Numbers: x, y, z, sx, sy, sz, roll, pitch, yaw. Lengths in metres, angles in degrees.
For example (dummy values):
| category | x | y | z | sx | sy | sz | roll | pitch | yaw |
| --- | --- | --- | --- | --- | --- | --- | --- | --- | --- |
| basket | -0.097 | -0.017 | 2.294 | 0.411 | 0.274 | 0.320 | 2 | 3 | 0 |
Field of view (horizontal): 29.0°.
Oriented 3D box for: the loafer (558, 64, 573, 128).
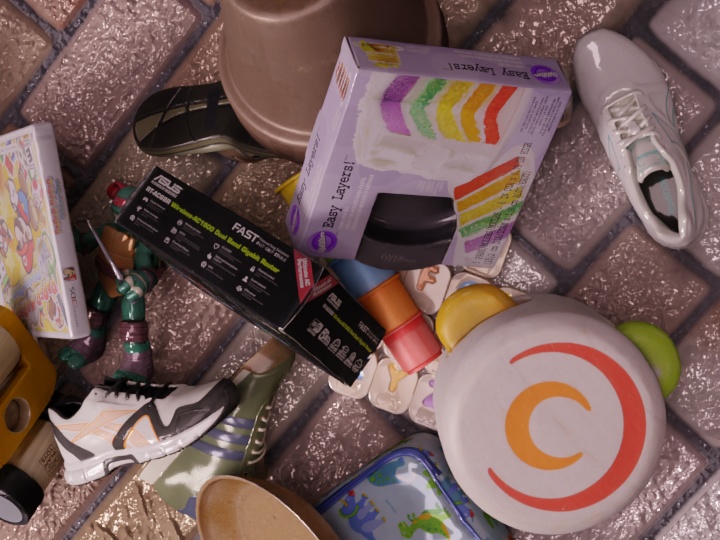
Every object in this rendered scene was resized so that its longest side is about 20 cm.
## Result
| category | x | y | z | sx | sy | sz | roll | pitch | yaw |
| --- | --- | --- | --- | --- | --- | --- | --- | --- | --- |
| loafer | 0.083 | -0.133 | 1.192 | 0.199 | 0.063 | 0.072 | -5 | 61 | 16 |

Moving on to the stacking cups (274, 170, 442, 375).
| category | x | y | z | sx | sy | sz | roll | pitch | yaw |
| --- | --- | --- | --- | --- | --- | --- | --- | --- | --- |
| stacking cups | 0.000 | 0.000 | 1.216 | 0.060 | 0.061 | 0.200 | -30 | 92 | 14 |

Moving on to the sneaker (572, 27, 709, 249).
| category | x | y | z | sx | sy | sz | roll | pitch | yaw |
| --- | --- | --- | --- | --- | --- | --- | --- | --- | --- |
| sneaker | 0.234 | -0.111 | 1.150 | 0.070 | 0.080 | 0.201 | -26 | 89 | 16 |

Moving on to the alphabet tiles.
| category | x | y | z | sx | sy | sz | roll | pitch | yaw |
| --- | --- | --- | --- | --- | --- | --- | --- | --- | --- |
| alphabet tiles | 0.051 | 0.036 | 1.241 | 0.199 | 0.015 | 0.196 | 21 | 100 | 10 |

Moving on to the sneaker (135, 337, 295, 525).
| category | x | y | z | sx | sy | sz | roll | pitch | yaw |
| --- | --- | --- | --- | --- | --- | --- | --- | --- | --- |
| sneaker | -0.110 | 0.151 | 1.268 | 0.090 | 0.067 | 0.200 | 45 | 107 | 1 |

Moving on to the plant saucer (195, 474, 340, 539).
| category | x | y | z | sx | sy | sz | roll | pitch | yaw |
| --- | --- | --- | --- | --- | --- | --- | --- | --- | --- |
| plant saucer | -0.064 | 0.256 | 1.219 | 0.200 | 0.035 | 0.201 | 28 | 135 | 32 |

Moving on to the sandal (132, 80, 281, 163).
| category | x | y | z | sx | sy | sz | roll | pitch | yaw |
| --- | --- | --- | --- | --- | --- | --- | --- | --- | --- |
| sandal | -0.108 | -0.131 | 1.239 | 0.200 | 0.057 | 0.080 | 3 | 70 | 26 |

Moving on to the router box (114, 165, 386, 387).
| category | x | y | z | sx | sy | sz | roll | pitch | yaw |
| --- | --- | --- | --- | --- | --- | --- | --- | --- | --- |
| router box | -0.090 | 0.006 | 1.167 | 0.200 | 0.150 | 0.062 | 31 | 82 | 28 |

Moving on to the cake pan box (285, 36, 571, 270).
| category | x | y | z | sx | sy | sz | roll | pitch | yaw |
| --- | --- | --- | --- | --- | --- | --- | --- | --- | --- |
| cake pan box | 0.050 | -0.087 | 1.117 | 0.183 | 0.052 | 0.200 | 6 | 131 | -20 |

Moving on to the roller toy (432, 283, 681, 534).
| category | x | y | z | sx | sy | sz | roll | pitch | yaw |
| --- | --- | --- | --- | --- | --- | --- | --- | --- | --- |
| roller toy | 0.150 | 0.114 | 1.159 | 0.199 | 0.140 | 0.183 | 11 | 98 | -3 |

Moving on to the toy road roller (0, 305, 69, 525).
| category | x | y | z | sx | sy | sz | roll | pitch | yaw |
| --- | --- | --- | --- | --- | --- | --- | --- | --- | --- |
| toy road roller | -0.357 | 0.132 | 1.268 | 0.145 | 0.123 | 0.200 | 2 | 134 | 30 |

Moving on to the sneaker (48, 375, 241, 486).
| category | x | y | z | sx | sy | sz | roll | pitch | yaw |
| --- | --- | --- | --- | --- | --- | --- | --- | --- | --- |
| sneaker | -0.195 | 0.126 | 1.215 | 0.199 | 0.074 | 0.080 | -21 | 95 | 25 |

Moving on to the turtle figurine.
| category | x | y | z | sx | sy | sz | roll | pitch | yaw |
| --- | --- | --- | --- | --- | --- | --- | --- | --- | --- |
| turtle figurine | -0.223 | -0.002 | 1.254 | 0.149 | 0.100 | 0.201 | 27 | 119 | 43 |

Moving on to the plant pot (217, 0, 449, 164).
| category | x | y | z | sx | sy | sz | roll | pitch | yaw |
| --- | --- | --- | --- | --- | --- | --- | --- | --- | --- |
| plant pot | -0.038 | -0.206 | 1.118 | 0.199 | 0.175 | 0.201 | -4 | 71 | 12 |

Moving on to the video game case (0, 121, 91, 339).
| category | x | y | z | sx | sy | sz | roll | pitch | yaw |
| --- | --- | --- | --- | --- | --- | --- | --- | --- | --- |
| video game case | -0.299 | -0.031 | 1.242 | 0.023 | 0.200 | 0.183 | -12 | 95 | -31 |

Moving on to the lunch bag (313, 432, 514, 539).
| category | x | y | z | sx | sy | sz | roll | pitch | yaw |
| --- | --- | --- | --- | --- | --- | --- | --- | --- | --- |
| lunch bag | 0.052 | 0.262 | 1.233 | 0.161 | 0.082 | 0.200 | -36 | 87 | 19 |
